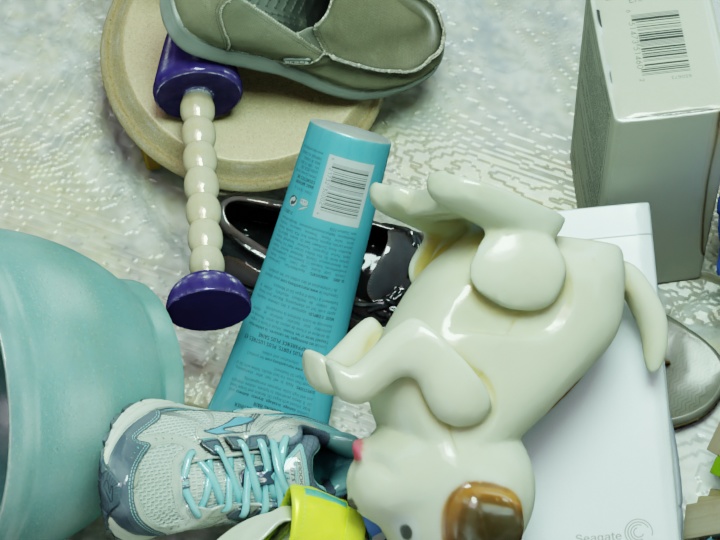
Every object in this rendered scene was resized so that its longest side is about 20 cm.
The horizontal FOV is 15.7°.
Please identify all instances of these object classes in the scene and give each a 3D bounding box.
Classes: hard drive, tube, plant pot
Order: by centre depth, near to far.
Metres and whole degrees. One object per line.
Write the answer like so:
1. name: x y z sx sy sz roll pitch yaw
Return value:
1. hard drive: 0.109 0.067 1.498 0.132 0.027 0.200 -5 82 7
2. plant pot: -0.186 0.069 1.518 0.134 0.200 0.201 -4 57 -32
3. tube: -0.033 0.011 1.569 0.077 0.050 0.200 19 99 16

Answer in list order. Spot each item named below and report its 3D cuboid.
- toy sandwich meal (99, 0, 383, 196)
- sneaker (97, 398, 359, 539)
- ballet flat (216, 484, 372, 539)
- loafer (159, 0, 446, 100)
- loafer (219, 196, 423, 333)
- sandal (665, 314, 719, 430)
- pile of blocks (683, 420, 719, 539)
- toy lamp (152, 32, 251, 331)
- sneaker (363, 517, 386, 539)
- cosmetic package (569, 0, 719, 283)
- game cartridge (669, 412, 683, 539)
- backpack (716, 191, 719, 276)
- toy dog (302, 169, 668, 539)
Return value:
1. toy sandwich meal: -0.076 -0.137 1.687 0.205 0.070 0.206 2 70 -5
2. sneaker: -0.069 0.108 1.474 0.086 0.200 0.078 0 94 33
3. ballet flat: -0.079 0.195 1.457 0.200 0.067 0.067 -47 28 12
4. loafer: -0.023 -0.154 1.601 0.200 0.070 0.075 3 68 -34
5. loafer: 0.000 0.000 1.607 0.200 0.063 0.072 13 62 8
6. sandal: 0.132 0.029 1.573 0.200 0.055 0.082 36 72 -3
7. pile of blocks: 0.237 0.167 1.522 0.062 0.082 0.200 25 67 -34
8. toy lamp: -0.095 -0.062 1.580 0.058 0.058 0.200 -5 62 -1
9. sneaker: 0.027 0.185 1.457 0.081 0.147 0.200 -32 65 -15
10. cosmetic package: 0.172 -0.082 1.571 0.073 0.200 0.104 -7 62 -2
11. game cartridge: 0.115 0.096 1.525 0.133 0.041 0.200 -15 81 2
12. backpack: 0.310 -0.012 1.543 0.200 0.163 0.168 9 87 -3
13. toy dog: 0.059 0.066 1.439 0.194 0.139 0.200 21 83 -26
